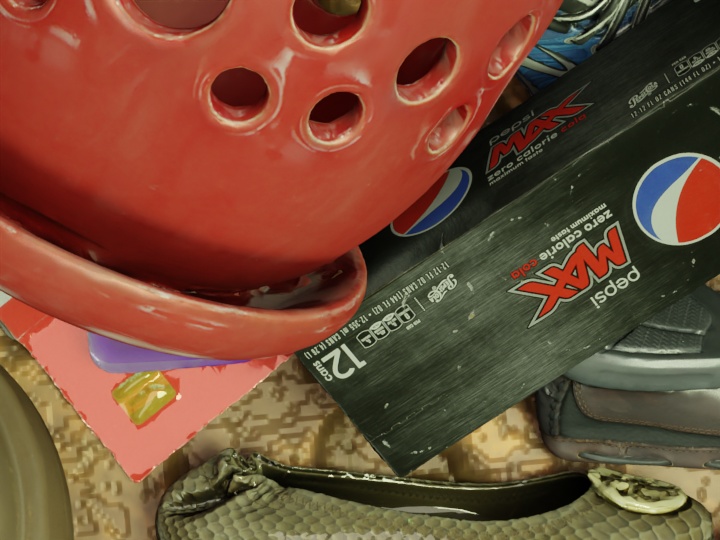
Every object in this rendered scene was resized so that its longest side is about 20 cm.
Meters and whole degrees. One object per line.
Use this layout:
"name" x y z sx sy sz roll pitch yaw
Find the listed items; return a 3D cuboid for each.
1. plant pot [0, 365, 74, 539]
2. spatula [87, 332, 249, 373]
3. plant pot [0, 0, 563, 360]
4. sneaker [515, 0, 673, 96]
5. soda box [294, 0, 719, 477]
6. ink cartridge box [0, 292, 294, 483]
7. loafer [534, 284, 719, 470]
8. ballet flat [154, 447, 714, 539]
"plant pot" -0.204 0.091 0.758 0.200 0.093 0.201 -6 68 14
"spatula" 0.000 0.000 0.832 0.200 0.021 0.057 -8 106 -13
"plant pot" -0.047 -0.084 0.711 0.200 0.200 0.183 25 110 -1
"sneaker" 0.082 -0.089 0.813 0.200 0.089 0.079 32 88 -2
"soda box" 0.072 -0.018 0.777 0.200 0.063 0.071 -33 117 12
"ink cartridge box" -0.085 -0.048 0.828 0.161 0.050 0.200 -39 88 -3
"loafer" 0.161 0.046 0.833 0.199 0.072 0.063 6 123 0
"ballet flat" 0.026 0.085 0.821 0.199 0.067 0.046 -1 93 4
